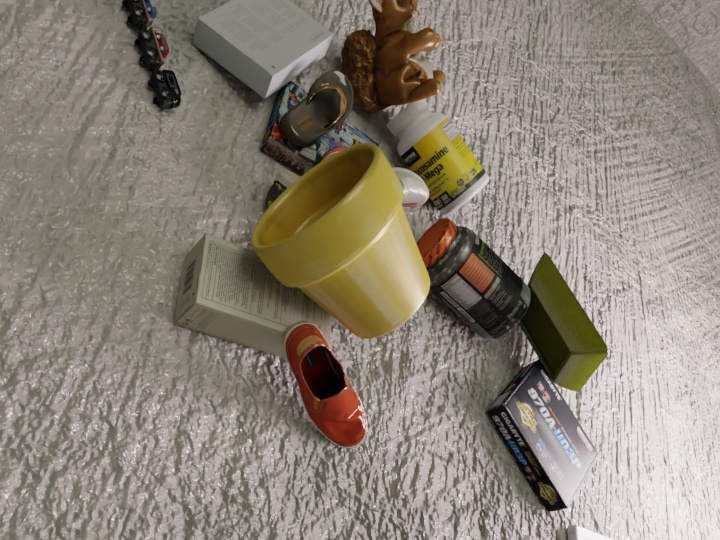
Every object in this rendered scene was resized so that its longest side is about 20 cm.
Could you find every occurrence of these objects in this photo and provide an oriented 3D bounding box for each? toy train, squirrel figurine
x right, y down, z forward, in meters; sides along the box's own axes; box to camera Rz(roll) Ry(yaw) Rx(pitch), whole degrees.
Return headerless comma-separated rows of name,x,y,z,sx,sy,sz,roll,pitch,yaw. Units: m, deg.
toy train,-0.301,-0.326,0.991,0.045,0.034,0.205,-7,72,-46
squirrel figurine,0.045,-0.394,1.214,0.190,0.195,0.142,68,25,-19

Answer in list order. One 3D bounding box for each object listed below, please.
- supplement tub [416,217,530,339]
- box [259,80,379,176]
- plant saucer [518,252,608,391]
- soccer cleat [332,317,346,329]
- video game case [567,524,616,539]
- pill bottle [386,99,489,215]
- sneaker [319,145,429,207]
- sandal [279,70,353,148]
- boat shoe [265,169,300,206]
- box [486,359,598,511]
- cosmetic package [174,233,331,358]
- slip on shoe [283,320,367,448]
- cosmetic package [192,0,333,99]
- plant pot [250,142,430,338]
supplement tub,0.186,0.012,1.164,0.199,0.122,0.124,42,46,-15
box,-0.062,-0.205,1.128,0.197,0.040,0.140,30,51,-25
plant saucer,0.339,0.104,1.207,0.047,0.201,0.203,-21,63,-10
soccer cleat,0.000,0.000,1.053,0.077,0.069,0.204,31,56,-30
video game case,0.423,0.546,1.143,0.197,0.023,0.186,28,51,-28
pill bottle,0.139,-0.214,1.257,0.202,0.112,0.112,52,44,-4
sneaker,0.027,-0.120,1.073,0.196,0.070,0.095,17,47,-29
sandal,-0.060,-0.268,1.096,0.082,0.054,0.200,48,44,-8
boat shoe,-0.054,-0.067,1.005,0.198,0.060,0.072,38,17,6
box,0.318,0.282,1.181,0.158,0.046,0.203,-30,88,-46
cosmetic package,-0.136,0.041,0.901,0.197,0.073,0.106,24,52,-30
slip on shoe,-0.041,0.159,0.885,0.073,0.061,0.203,-30,118,-14
cosmetic package,-0.154,-0.379,1.113,0.149,0.052,0.201,36,46,4
plant pot,-0.010,-0.026,0.876,0.190,0.198,0.203,52,42,-25
